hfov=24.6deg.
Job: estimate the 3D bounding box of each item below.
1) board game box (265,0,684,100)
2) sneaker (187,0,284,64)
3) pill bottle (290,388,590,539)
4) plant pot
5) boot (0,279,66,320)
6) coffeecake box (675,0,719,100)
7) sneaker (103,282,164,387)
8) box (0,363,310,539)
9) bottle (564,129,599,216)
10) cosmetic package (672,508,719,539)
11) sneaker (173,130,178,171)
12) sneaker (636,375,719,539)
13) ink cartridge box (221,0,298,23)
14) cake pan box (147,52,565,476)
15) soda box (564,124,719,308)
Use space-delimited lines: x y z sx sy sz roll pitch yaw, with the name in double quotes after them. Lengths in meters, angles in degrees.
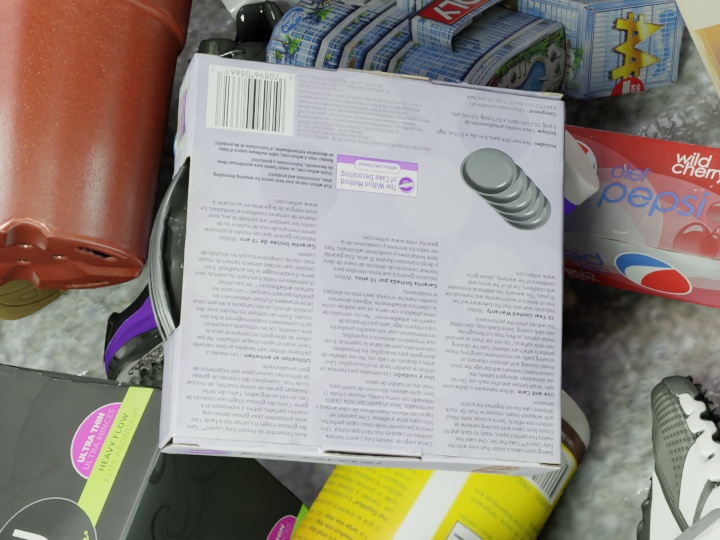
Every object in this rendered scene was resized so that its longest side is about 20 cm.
0.079 -0.145 0.982 0.198 0.062 0.200 19 35 30 "board game box"
-0.086 -0.094 1.046 0.075 0.091 0.201 -7 39 26 "sneaker"
0.028 0.138 0.851 0.109 0.109 0.201 22 72 37 "pill bottle"
-0.199 -0.099 1.006 0.199 0.200 0.198 -4 75 26 "plant pot"
-0.241 -0.064 1.154 0.153 0.072 0.201 15 64 35 "boot"
0.213 -0.217 0.948 0.072 0.154 0.202 -15 54 20 "coffeecake box"
-0.079 0.008 1.020 0.199 0.070 0.100 -32 44 5 "sneaker"
-0.118 0.162 0.855 0.123 0.200 0.150 5 62 31 "box"
0.038 -0.005 0.899 0.199 0.083 0.066 -38 83 22 "bottle"
0.182 0.202 0.677 0.085 0.108 0.201 -38 80 0 "cosmetic package"
-0.026 -0.071 0.983 0.199 0.078 0.075 -23 12 -40 "sneaker"
0.156 0.144 0.805 0.090 0.067 0.202 -20 55 13 "sneaker"
-0.018 -0.250 1.153 0.199 0.067 0.116 -36 49 3 "ink cartridge box"
0.000 0.000 0.785 0.198 0.052 0.187 4 75 -14 "cake pan box"
0.148 -0.032 0.924 0.198 0.063 0.071 13 68 34 "soda box"
